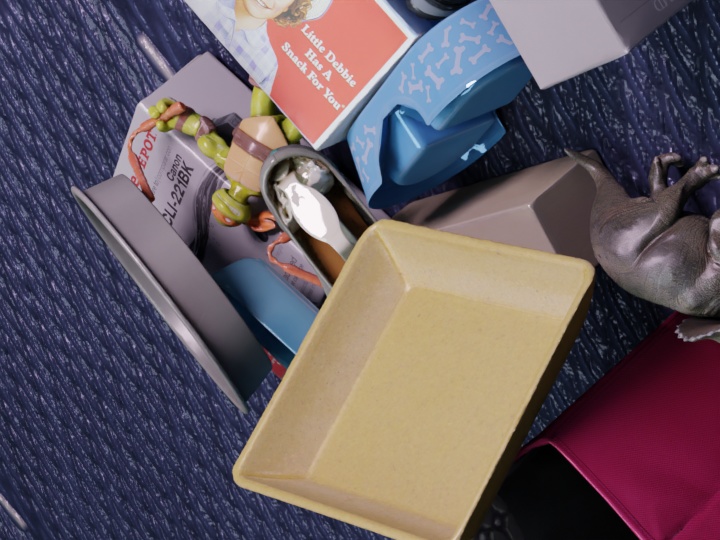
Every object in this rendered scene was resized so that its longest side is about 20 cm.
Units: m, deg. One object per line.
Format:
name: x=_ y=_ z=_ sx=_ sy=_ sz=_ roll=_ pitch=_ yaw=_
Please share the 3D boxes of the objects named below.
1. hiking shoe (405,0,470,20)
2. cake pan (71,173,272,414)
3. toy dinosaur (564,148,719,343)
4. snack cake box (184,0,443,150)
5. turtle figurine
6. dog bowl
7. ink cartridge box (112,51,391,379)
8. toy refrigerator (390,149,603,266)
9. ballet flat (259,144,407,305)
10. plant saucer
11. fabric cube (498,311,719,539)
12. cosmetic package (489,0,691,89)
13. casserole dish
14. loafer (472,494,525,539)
hiking shoe: x=0.025 y=-0.255 z=1.466 sx=0.200 sy=0.075 sz=0.086 roll=50 pitch=138 yaw=-14
cake pan: x=-0.128 y=0.011 z=1.642 sx=0.201 sy=0.037 sz=0.200 roll=51 pitch=173 yaw=8
toy dinosaur: x=0.192 y=-0.016 z=1.444 sx=0.200 sy=0.102 sz=0.077 roll=38 pitch=169 yaw=17
snack cake box: x=-0.046 y=-0.194 z=1.551 sx=0.200 sy=0.067 sz=0.115 roll=49 pitch=119 yaw=8
turtle figurine: x=-0.058 y=-0.086 z=1.642 sx=0.199 sy=0.064 sz=0.162 roll=36 pitch=105 yaw=22
dog bowl: x=0.058 y=-0.111 z=1.518 sx=0.050 sy=0.111 sz=0.200 roll=58 pitch=146 yaw=13
ink cartridge box: x=-0.087 y=-0.041 z=1.754 sx=0.200 sy=0.084 sz=0.145 roll=43 pitch=144 yaw=12
toy refrigerator: x=0.087 y=-0.016 z=1.591 sx=0.199 sy=0.076 sz=0.070 roll=-14 pitch=110 yaw=52
ballet flat: x=0.000 y=0.000 z=1.568 sx=0.200 sy=0.067 sz=0.064 roll=50 pitch=-177 yaw=2
plant saucer: x=0.041 y=0.076 z=1.456 sx=0.199 sy=0.201 sz=0.048 roll=13 pitch=158 yaw=45
fabric cube: x=0.200 y=0.160 z=1.515 sx=0.200 sy=0.199 sz=0.196 roll=47 pitch=145 yaw=5
cosmetic package: x=0.109 y=-0.220 z=1.363 sx=0.201 sy=0.107 sz=0.090 roll=55 pitch=144 yaw=-8
casserole dish: x=-0.029 y=0.059 z=1.634 sx=0.200 sy=0.039 sz=0.121 roll=40 pitch=170 yaw=28
loafer: x=0.089 y=0.228 z=1.469 sx=0.070 sy=0.070 sz=0.201 roll=-17 pitch=98 yaw=47
